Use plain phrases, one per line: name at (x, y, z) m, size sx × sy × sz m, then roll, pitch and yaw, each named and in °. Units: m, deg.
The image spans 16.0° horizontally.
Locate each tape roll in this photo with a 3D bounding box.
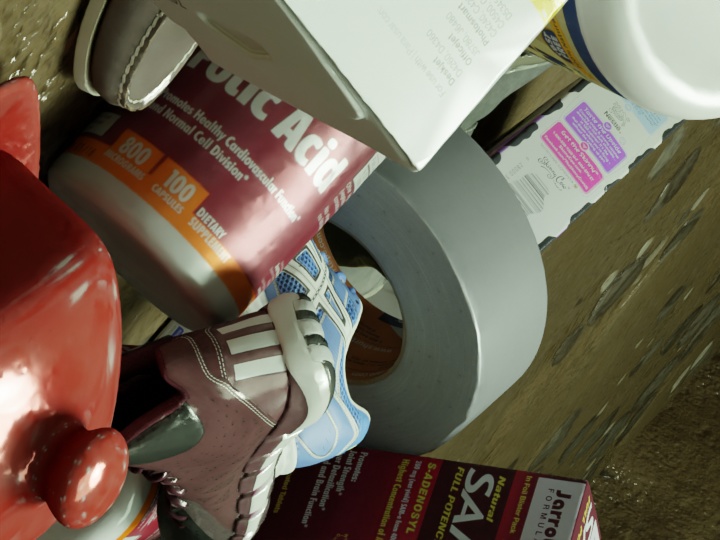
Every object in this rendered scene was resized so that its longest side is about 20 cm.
tape roll at (0.000, 0.000, 1.368) m, size 0.066 × 0.200 × 0.201 m, roll -37°, pitch 161°, yaw -40°

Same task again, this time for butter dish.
butter dish at (-0.160, 0.056, 1.043) m, size 0.200 × 0.148 × 0.200 m, roll -38°, pitch 148°, yaw -45°

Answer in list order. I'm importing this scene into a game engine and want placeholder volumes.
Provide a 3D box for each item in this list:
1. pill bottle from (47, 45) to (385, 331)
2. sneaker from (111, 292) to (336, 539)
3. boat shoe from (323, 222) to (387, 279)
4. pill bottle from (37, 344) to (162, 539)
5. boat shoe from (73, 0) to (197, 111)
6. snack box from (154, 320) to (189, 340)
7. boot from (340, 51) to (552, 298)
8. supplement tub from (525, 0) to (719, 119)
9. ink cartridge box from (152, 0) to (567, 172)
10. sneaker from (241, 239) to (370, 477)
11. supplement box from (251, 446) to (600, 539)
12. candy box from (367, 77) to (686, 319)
pill bottle at (-0.042, -0.077, 1.208) m, size 0.200 × 0.114 × 0.114 m, roll -48°, pitch 167°, yaw -14°
sneaker at (-0.095, 0.079, 1.192) m, size 0.115 × 0.076 × 0.200 m, roll -9°, pitch 149°, yaw -27°
boat shoe at (0.036, -0.026, 1.457) m, size 0.066 × 0.201 × 0.072 m, roll -12°, pitch 104°, yaw -28°
pill bottle at (-0.135, 0.095, 1.366) m, size 0.113 × 0.113 × 0.200 m, roll -52°, pitch 168°, yaw 6°
boat shoe at (-0.054, -0.145, 1.102) m, size 0.200 × 0.059 × 0.072 m, roll -56°, pitch 167°, yaw 18°
snack box at (-0.092, 0.058, 1.599) m, size 0.072 × 0.024 × 0.200 m, roll -50°, pitch 167°, yaw -8°
boot at (0.047, -0.076, 1.606) m, size 0.181 × 0.073 × 0.200 m, roll -24°, pitch 146°, yaw -35°
supplement tub at (0.103, -0.158, 1.093) m, size 0.144 × 0.200 × 0.145 m, roll -13°, pitch 117°, yaw -29°
ink cartridge box at (0.009, -0.171, 0.947) m, size 0.200 × 0.147 × 0.146 m, roll -49°, pitch 133°, yaw -9°
sneaker at (-0.047, 0.006, 1.297) m, size 0.077 × 0.201 × 0.076 m, roll -3°, pitch 171°, yaw -30°
supplement box at (0.017, 0.156, 1.353) m, size 0.061 × 0.199 × 0.109 m, roll 74°, pitch 29°, yaw -50°
candy box at (0.107, -0.052, 1.763) m, size 0.200 × 0.072 × 0.168 m, roll -41°, pitch -177°, yaw -37°
